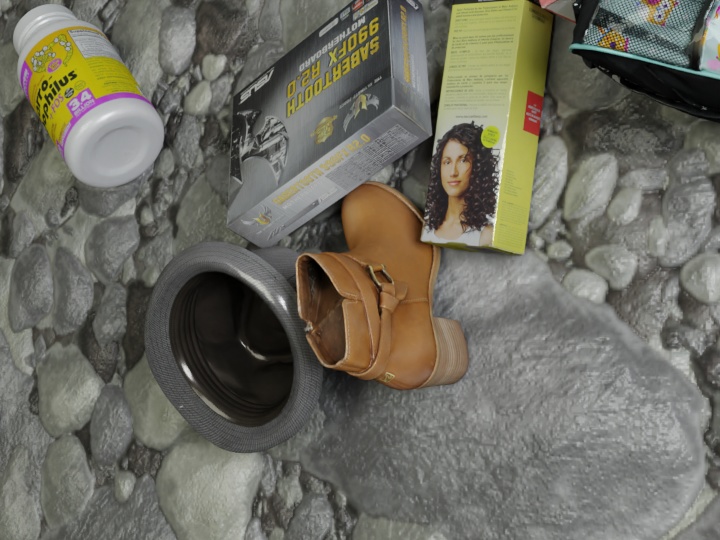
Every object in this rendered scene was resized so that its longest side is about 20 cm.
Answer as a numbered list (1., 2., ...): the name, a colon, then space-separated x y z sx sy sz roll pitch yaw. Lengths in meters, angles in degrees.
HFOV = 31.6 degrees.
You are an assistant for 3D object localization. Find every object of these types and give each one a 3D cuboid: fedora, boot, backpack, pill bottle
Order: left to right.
1. pill bottle: -0.285 -0.184 1.299 0.105 0.104 0.200 -52 54 22
2. fedora: -0.089 0.052 1.085 0.177 0.090 0.201 43 134 12
3. boot: 0.000 0.000 0.993 0.074 0.154 0.201 -43 58 27
4. backpack: 0.257 -0.159 0.788 0.199 0.175 0.155 33 108 34

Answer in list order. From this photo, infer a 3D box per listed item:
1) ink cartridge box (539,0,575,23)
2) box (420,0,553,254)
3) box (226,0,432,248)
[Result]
1. ink cartridge box: 0.170 -0.303 0.951 0.116 0.067 0.202 -26 69 35
2. box: 0.100 -0.116 0.996 0.075 0.050 0.202 4 85 41
3. box: -0.031 -0.132 1.077 0.199 0.048 0.160 -32 42 33
